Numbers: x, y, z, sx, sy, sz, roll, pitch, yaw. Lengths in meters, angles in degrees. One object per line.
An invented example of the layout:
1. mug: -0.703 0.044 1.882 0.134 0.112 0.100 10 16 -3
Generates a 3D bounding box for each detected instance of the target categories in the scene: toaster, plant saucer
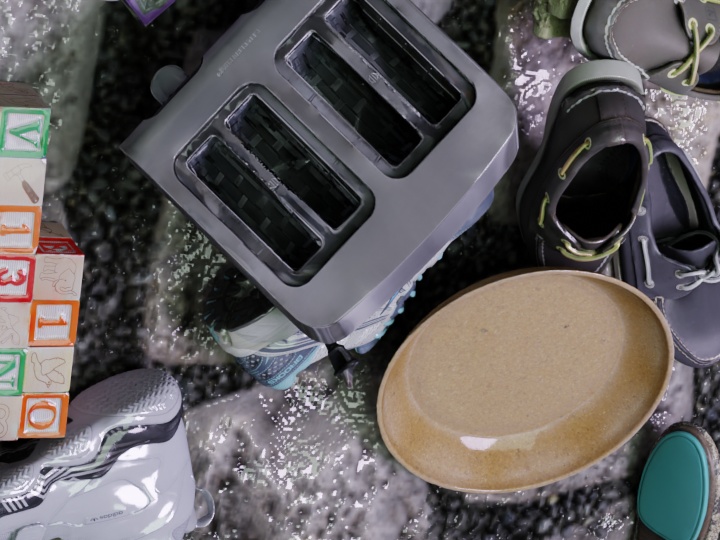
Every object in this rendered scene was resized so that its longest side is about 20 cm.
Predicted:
1. toaster: -0.017 -0.068 1.187 0.200 0.119 0.181 44 89 5
2. plant saucer: 0.104 0.064 1.347 0.198 0.036 0.201 -8 133 -9

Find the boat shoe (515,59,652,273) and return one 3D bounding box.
1. boat shoe: 0.139 -0.043 1.288 0.071 0.061 0.202 -3 145 -5

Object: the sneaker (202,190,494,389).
1. sneaker: 0.000 0.000 1.298 0.199 0.078 0.087 -32 130 -2

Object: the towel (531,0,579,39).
1. towel: 0.175 -0.233 1.263 0.148 0.036 0.202 -6 121 -54

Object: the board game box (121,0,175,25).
1. board game box: -0.086 -0.251 1.186 0.200 0.032 0.120 -42 123 -4

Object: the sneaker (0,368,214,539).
1. sneaker: -0.183 0.152 1.263 0.199 0.075 0.116 -29 115 -15

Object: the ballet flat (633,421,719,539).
1. ballet flat: 0.228 0.191 1.469 0.075 0.068 0.202 -12 120 -43

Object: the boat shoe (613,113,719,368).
1. boat shoe: 0.209 -0.011 1.379 0.072 0.063 0.201 -29 118 -11

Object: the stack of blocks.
1. stack of blocks: -0.223 -0.006 1.198 0.114 0.059 0.202 0 108 -23

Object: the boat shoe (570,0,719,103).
1. boat shoe: 0.200 -0.144 1.279 0.201 0.060 0.073 4 117 -54
